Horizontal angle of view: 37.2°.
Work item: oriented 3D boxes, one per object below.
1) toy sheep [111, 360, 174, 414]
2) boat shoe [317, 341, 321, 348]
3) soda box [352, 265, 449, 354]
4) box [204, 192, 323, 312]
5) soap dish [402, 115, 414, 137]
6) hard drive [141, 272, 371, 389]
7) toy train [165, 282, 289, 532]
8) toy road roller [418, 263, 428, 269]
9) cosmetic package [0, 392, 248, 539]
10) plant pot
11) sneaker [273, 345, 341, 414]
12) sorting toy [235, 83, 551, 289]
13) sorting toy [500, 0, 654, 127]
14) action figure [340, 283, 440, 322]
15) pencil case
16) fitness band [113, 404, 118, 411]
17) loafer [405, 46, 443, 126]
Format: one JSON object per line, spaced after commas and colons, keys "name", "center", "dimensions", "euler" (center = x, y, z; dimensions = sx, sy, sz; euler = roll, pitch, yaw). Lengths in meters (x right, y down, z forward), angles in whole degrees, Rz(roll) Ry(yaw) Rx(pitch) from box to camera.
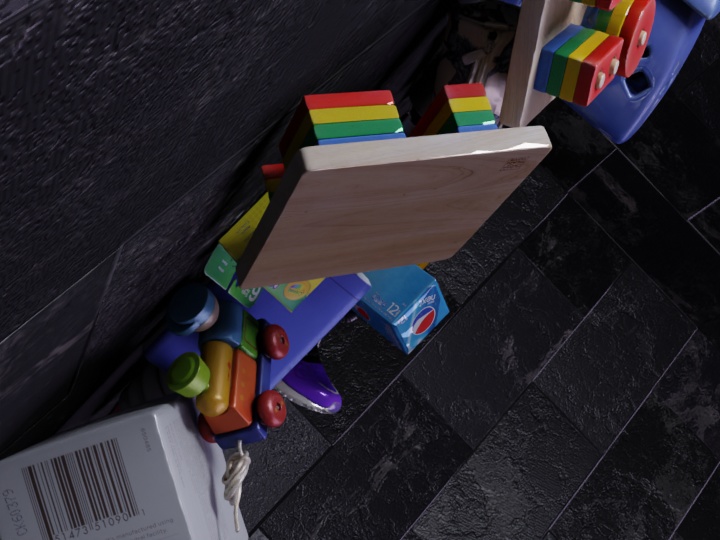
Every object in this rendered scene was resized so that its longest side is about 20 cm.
{"name": "toy sheep", "center": [-0.192, 0.148, 1.180], "dimensions": [0.199, 0.139, 0.138], "euler": [-31, 180, 8]}
{"name": "boat shoe", "center": [-0.075, 0.054, 1.422], "dimensions": [0.075, 0.062, 0.200], "euler": [-42, -152, 9]}
{"name": "soda box", "center": [0.000, 0.000, 1.145], "dimensions": [0.068, 0.199, 0.064], "euler": [-43, 143, -12]}
{"name": "box", "center": [-0.044, -0.044, 0.966], "dimensions": [0.200, 0.048, 0.117], "euler": [-44, 153, 0]}
{"name": "soap dish", "center": [0.094, -0.164, 1.400], "dimensions": [0.157, 0.081, 0.200], "euler": [-43, 176, -30]}
{"name": "hard drive", "center": [-0.103, 0.046, 1.066], "dimensions": [0.200, 0.132, 0.025], "euler": [-45, -151, 11]}
{"name": "toy train", "center": [-0.129, 0.117, 0.956], "dimensions": [0.084, 0.116, 0.202], "euler": [-17, -129, 24]}
{"name": "toy road roller", "center": [0.007, -0.032, 1.348], "dimensions": [0.123, 0.146, 0.200], "euler": [-42, 177, -35]}
{"name": "cosmetic package", "center": [-0.214, 0.217, 0.979], "dimensions": [0.163, 0.167, 0.200], "euler": [-18, 179, 4]}
{"name": "plant pot", "center": [0.269, -0.279, 1.107], "dimensions": [0.180, 0.200, 0.200], "euler": [-52, 174, 31]}
{"name": "sneaker", "center": [-0.081, 0.072, 1.212], "dimensions": [0.100, 0.200, 0.069], "euler": [-50, 157, 5]}
{"name": "sorting toy", "center": [0.012, -0.068, 0.834], "dimensions": [0.198, 0.070, 0.199], "euler": [-9, 159, -24]}
{"name": "sorting toy", "center": [0.200, -0.235, 0.876], "dimensions": [0.199, 0.069, 0.202], "euler": [-43, 147, -48]}
{"name": "action figure", "center": [-0.010, 0.019, 1.259], "dimensions": [0.130, 0.198, 0.070], "euler": [42, 65, -59]}
{"name": "pencil case", "center": [0.093, -0.135, 0.944], "dimensions": [0.089, 0.077, 0.202], "euler": [-46, 152, -62]}
{"name": "fitness band", "center": [-0.255, 0.150, 1.353], "dimensions": [0.143, 0.037, 0.200], "euler": [-40, 175, -34]}
{"name": "loafer", "center": [0.091, -0.180, 1.096], "dimensions": [0.071, 0.073, 0.200], "euler": [-46, 178, -7]}
